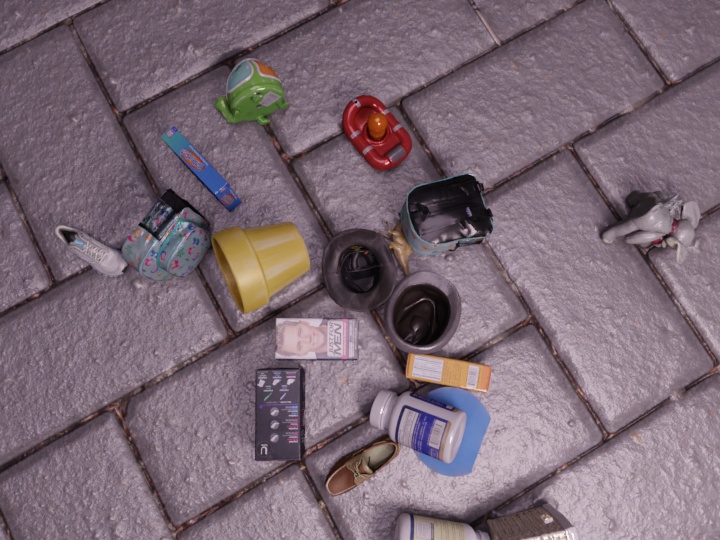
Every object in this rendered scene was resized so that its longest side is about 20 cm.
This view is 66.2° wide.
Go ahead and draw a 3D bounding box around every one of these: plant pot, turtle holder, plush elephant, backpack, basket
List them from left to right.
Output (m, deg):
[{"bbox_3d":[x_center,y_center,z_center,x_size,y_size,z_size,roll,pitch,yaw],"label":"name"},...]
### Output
[{"bbox_3d":[-0.459,-0.066,1.322,0.150,0.178,0.200,42,86,12],"label":"backpack"},{"bbox_3d":[-0.282,-0.455,1.424,0.140,0.185,0.133,-13,78,-35],"label":"turtle holder"},{"bbox_3d":[-0.230,-0.023,1.314,0.188,0.201,0.202,-22,80,-20],"label":"plant pot"},{"bbox_3d":[0.196,-0.128,1.339,0.199,0.153,0.177,-12,79,-17],"label":"backpack"},{"bbox_3d":[0.383,0.637,1.180,0.160,0.198,0.201,-14,80,2],"label":"basket"},{"bbox_3d":[0.732,-0.105,1.340,0.155,0.200,0.165,41,74,-11],"label":"plush elephant"}]

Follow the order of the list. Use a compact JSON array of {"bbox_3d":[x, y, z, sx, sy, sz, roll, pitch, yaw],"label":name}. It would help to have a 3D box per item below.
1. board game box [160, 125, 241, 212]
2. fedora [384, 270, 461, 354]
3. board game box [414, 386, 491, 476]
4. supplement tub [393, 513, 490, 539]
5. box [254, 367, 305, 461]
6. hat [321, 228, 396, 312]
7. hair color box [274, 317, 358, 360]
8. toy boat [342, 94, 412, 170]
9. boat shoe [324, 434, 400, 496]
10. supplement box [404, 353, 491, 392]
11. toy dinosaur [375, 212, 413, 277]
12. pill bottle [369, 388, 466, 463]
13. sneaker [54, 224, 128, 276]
[{"bbox_3d":[-0.390,-0.247,1.366,0.045,0.152,0.200,-43,82,-7],"label":"board game box"},{"bbox_3d":[0.145,0.111,1.325,0.176,0.090,0.201,21,71,6],"label":"fedora"},{"bbox_3d":[0.214,0.376,1.302,0.157,0.039,0.201,20,88,24],"label":"board game box"},{"bbox_3d":[0.173,0.622,1.206,0.198,0.145,0.146,9,80,2],"label":"supplement tub"},{"bbox_3d":[-0.183,0.327,1.274,0.105,0.122,0.202,-1,79,0],"label":"box"},{"bbox_3d":[0.000,0.000,1.351,0.199,0.081,0.202,0,87,10],"label":"hat"},{"bbox_3d":[-0.104,0.167,1.335,0.198,0.061,0.101,0,79,1],"label":"hair color box"},{"bbox_3d":[0.040,-0.359,1.396,0.130,0.131,0.200,-38,82,-7],"label":"toy boat"},{"bbox_3d":[0.005,0.447,1.275,0.199,0.074,0.076,-35,81,-6],"label":"boat shoe"},{"bbox_3d":[0.206,0.240,1.318,0.198,0.067,0.069,12,83,3],"label":"supplement box"},{"bbox_3d":[0.092,-0.056,1.377,0.100,0.058,0.202,-4,80,-2],"label":"toy dinosaur"},{"bbox_3d":[0.128,0.344,1.255,0.199,0.120,0.120,16,79,24],"label":"pill bottle"},{"bbox_3d":[-0.671,-0.050,1.365,0.199,0.087,0.075,28,79,4],"label":"sneaker"}]
